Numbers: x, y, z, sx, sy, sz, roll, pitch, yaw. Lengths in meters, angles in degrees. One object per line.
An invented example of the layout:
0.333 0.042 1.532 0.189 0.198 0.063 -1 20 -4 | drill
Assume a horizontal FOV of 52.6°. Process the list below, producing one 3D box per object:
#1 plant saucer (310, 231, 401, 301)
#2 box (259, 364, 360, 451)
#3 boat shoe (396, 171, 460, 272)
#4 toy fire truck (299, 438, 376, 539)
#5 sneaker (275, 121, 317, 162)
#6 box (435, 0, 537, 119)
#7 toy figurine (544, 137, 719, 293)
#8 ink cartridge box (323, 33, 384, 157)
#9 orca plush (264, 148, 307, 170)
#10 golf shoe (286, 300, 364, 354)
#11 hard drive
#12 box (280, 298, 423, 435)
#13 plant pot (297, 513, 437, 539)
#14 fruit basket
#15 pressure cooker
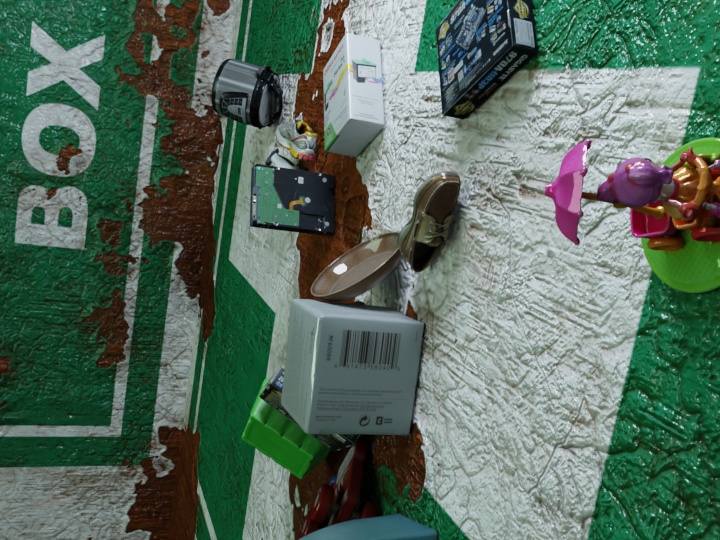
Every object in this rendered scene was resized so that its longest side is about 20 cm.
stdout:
0.000 0.000 1.337 0.037 0.199 0.200 57 165 -18 | plant saucer
-0.099 0.274 1.428 0.050 0.198 0.160 -55 2 -26 | box
0.118 -0.074 1.167 0.202 0.074 0.073 109 151 -50 | boat shoe
-0.037 0.444 1.398 0.169 0.110 0.202 -75 7 -54 | toy fire truck
-0.157 -0.347 1.884 0.200 0.077 0.084 44 121 51 | sneaker
0.182 -0.347 1.095 0.200 0.045 0.163 142 130 -60 | box
0.266 -0.065 0.661 0.199 0.180 0.154 165 108 -65 | toy figurine
-0.017 -0.366 1.526 0.145 0.082 0.205 142 129 -60 | ink cartridge box
-0.193 -0.234 1.933 0.199 0.105 0.072 39 164 37 | orca plush
-0.044 0.143 1.406 0.094 0.200 0.078 24 150 49 | golf shoe
-0.154 -0.159 1.661 0.038 0.196 0.143 153 119 -62 | hard drive
-0.020 0.166 1.270 0.171 0.195 0.205 -159 76 -67 | box
0.002 0.477 1.152 0.141 0.196 0.145 166 107 -66 | plant pot
-0.139 0.325 1.593 0.218 0.211 0.157 -106 32 -41 | fruit basket
-0.322 -0.522 2.156 0.176 0.196 0.182 -12 -60 -81 | pressure cooker
